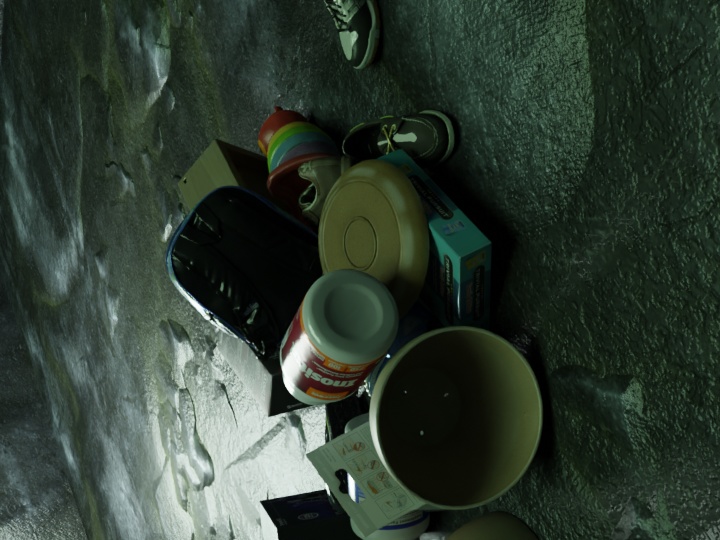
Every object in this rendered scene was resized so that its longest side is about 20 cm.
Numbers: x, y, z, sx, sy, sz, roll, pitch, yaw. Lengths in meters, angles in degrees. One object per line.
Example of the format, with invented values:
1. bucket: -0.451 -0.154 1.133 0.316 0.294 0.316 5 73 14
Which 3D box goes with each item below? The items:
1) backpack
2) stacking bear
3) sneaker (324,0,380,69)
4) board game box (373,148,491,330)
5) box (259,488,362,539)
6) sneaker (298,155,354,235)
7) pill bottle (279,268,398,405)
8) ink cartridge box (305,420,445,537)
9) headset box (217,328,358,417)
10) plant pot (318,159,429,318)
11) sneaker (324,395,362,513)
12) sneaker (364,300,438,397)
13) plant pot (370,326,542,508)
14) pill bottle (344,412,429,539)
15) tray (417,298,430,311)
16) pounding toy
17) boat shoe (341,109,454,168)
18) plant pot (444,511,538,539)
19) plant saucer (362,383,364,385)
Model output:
1. backpack: -0.162 -0.010 1.539 0.184 0.199 0.147 -54 12 -7
2. stacking bear: -0.092 -0.166 1.639 0.122 0.113 0.200 57 -178 -40
3. sneaker: -0.030 -0.365 1.484 0.075 0.087 0.202 5 104 59
4. board game box: 0.086 -0.030 1.371 0.200 0.047 0.152 51 157 39
5. box: -0.068 0.386 1.677 0.200 0.140 0.080 178 82 -77
6. sneaker: -0.047 -0.087 1.538 0.201 0.075 0.071 94 178 -52
7. pill bottle: -0.033 0.088 1.330 0.200 0.112 0.114 120 133 -61
8. ink cartridge box: 0.056 0.244 1.399 0.161 0.199 0.050 45 156 46
9. headset box: -0.099 0.122 1.620 0.200 0.148 0.078 44 137 46
10. plant pot: 0.007 -0.033 1.359 0.199 0.027 0.202 6 98 51
11. sneaker: -0.018 0.271 1.662 0.083 0.071 0.201 95 175 -53
12. sneaker: 0.061 0.116 1.432 0.089 0.079 0.201 30 143 22
13. plant pot: 0.095 0.164 1.314 0.134 0.198 0.203 178 83 -74
14. pill bottle: 0.039 0.303 1.540 0.112 0.111 0.202 17 113 58
15. tray: 0.061 0.074 1.522 0.107 0.022 0.202 17 113 58
16. pounding toy: -0.163 -0.066 1.736 0.142 0.199 0.185 -44 56 23
17. boat shoe: 0.046 -0.162 1.434 0.201 0.060 0.073 1 98 61
18. plant pot: 0.137 0.410 1.371 0.200 0.133 0.202 25 120 56
19. plant saucer: -0.040 0.081 1.692 0.200 0.037 0.202 29 124 56
